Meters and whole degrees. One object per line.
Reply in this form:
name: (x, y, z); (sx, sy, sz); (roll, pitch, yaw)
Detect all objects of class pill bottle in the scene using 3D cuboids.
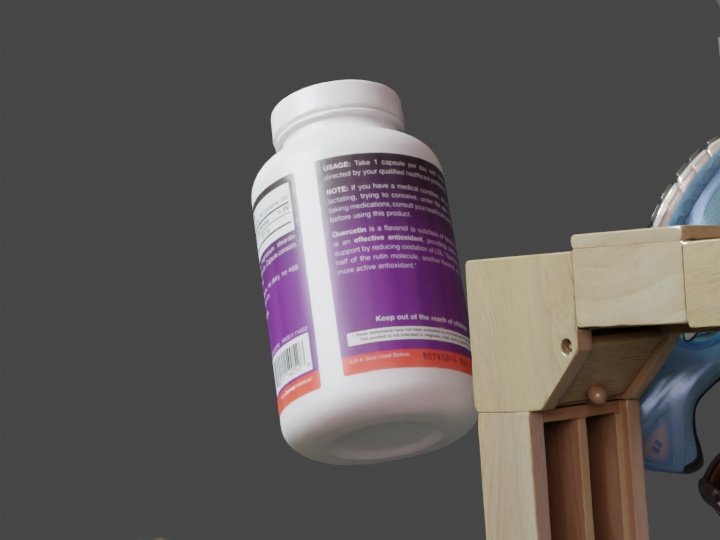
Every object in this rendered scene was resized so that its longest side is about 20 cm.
pill bottle: (0.000, 0.000, 1.068); (0.112, 0.113, 0.201); (-11, 68, 8)

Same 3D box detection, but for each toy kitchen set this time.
toy kitchen set: (0.182, 0.069, 0.937); (0.199, 0.162, 0.182); (-5, 88, 51)

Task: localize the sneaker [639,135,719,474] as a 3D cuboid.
sneaker: (0.188, 0.021, 1.052); (0.089, 0.078, 0.201); (22, 85, 8)

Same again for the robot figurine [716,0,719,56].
robot figurine: (0.266, -0.103, 1.050); (0.144, 0.058, 0.201); (2, 73, -34)

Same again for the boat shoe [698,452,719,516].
boat shoe: (0.258, 0.062, 1.005); (0.068, 0.072, 0.200); (43, 82, -14)
